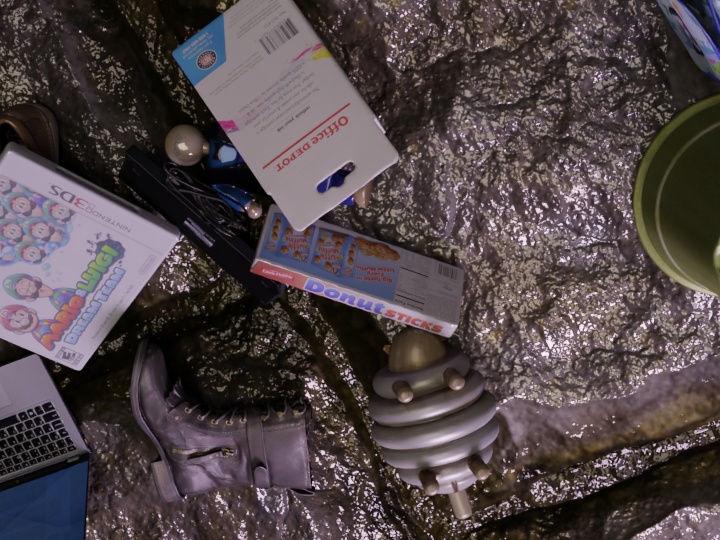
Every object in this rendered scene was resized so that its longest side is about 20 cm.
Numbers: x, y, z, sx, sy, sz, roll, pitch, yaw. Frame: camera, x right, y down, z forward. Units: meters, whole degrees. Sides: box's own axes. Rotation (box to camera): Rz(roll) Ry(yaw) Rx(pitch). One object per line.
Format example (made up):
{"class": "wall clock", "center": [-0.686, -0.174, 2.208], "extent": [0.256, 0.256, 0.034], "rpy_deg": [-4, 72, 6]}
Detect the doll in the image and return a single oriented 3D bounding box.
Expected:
{"class": "doll", "center": [-0.088, -0.113, 0.970], "extent": [0.199, 0.048, 0.137], "rpy_deg": [7, 108, 9]}

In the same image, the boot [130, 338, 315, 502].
{"class": "boot", "center": [-0.136, 0.151, 1.061], "extent": [0.174, 0.069, 0.200], "rpy_deg": [-9, 110, 5]}

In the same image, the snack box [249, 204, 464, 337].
{"class": "snack box", "center": [0.000, 0.000, 0.967], "extent": [0.200, 0.072, 0.024], "rpy_deg": [19, 140, -9]}

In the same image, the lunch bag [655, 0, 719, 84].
{"class": "lunch bag", "center": [0.296, -0.244, 0.814], "extent": [0.127, 0.170, 0.200], "rpy_deg": [-5, 109, 9]}

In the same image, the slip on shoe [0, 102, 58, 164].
{"class": "slip on shoe", "center": [-0.327, -0.063, 1.010], "extent": [0.076, 0.061, 0.200], "rpy_deg": [6, 108, 5]}

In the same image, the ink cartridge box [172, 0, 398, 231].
{"class": "ink cartridge box", "center": [-0.060, -0.141, 0.906], "extent": [0.115, 0.068, 0.200], "rpy_deg": [-35, 80, 6]}

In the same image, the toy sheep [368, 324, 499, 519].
{"class": "toy sheep", "center": [0.072, 0.148, 0.989], "extent": [0.138, 0.138, 0.200], "rpy_deg": [-10, 97, 10]}

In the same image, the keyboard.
{"class": "keyboard", "center": [-0.143, -0.052, 0.990], "extent": [0.200, 0.104, 0.040], "rpy_deg": [41, 67, -8]}

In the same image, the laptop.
{"class": "laptop", "center": [-0.395, 0.221, 1.082], "extent": [0.187, 0.116, 0.200], "rpy_deg": [-20, 104, 12]}

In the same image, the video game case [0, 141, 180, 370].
{"class": "video game case", "center": [-0.307, -0.006, 1.004], "extent": [0.182, 0.024, 0.200], "rpy_deg": [28, 116, -27]}

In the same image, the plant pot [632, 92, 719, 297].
{"class": "plant pot", "center": [0.345, -0.040, 0.864], "extent": [0.200, 0.190, 0.201], "rpy_deg": [2, 108, 6]}
